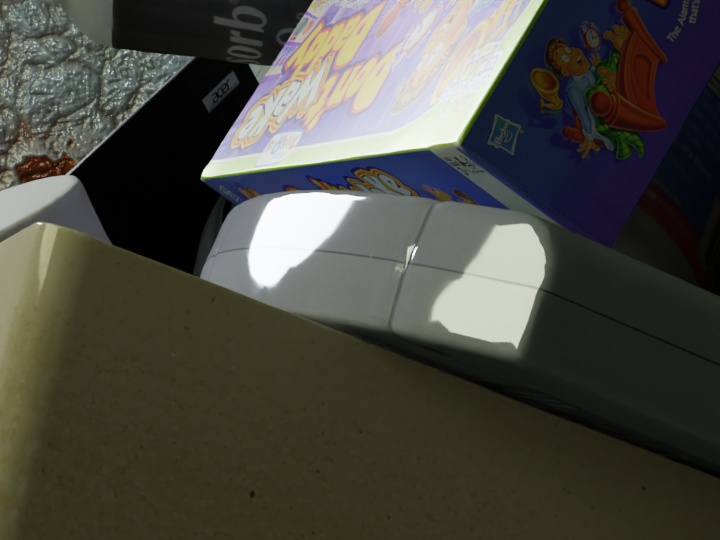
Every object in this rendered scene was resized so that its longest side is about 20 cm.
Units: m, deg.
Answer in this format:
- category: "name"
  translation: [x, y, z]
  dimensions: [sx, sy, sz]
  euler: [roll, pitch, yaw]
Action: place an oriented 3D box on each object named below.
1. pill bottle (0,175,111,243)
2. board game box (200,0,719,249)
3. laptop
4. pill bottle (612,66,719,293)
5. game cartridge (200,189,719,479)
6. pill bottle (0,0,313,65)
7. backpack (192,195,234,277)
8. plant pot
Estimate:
- category: "pill bottle"
  translation: [-0.096, 0.080, 0.819]
  dimensions: [0.114, 0.200, 0.114]
  euler: [-21, 12, 5]
- category: "board game box"
  translation: [0.038, -0.070, 0.666]
  dimensions: [0.135, 0.045, 0.200]
  euler: [-58, 17, -11]
- category: "laptop"
  translation: [-0.091, 0.035, 1.079]
  dimensions: [0.177, 0.103, 0.200]
  euler: [-47, -9, -40]
- category: "pill bottle"
  translation: [0.079, -0.066, 0.825]
  dimensions: [0.112, 0.112, 0.200]
  euler: [-44, 18, 52]
- category: "game cartridge"
  translation: [0.037, 0.018, 0.637]
  dimensions: [0.200, 0.133, 0.041]
  euler: [3, 75, 65]
- category: "pill bottle"
  translation: [-0.045, -0.133, 0.926]
  dimensions: [0.116, 0.199, 0.117]
  euler: [-174, 90, -87]
- category: "backpack"
  translation: [0.000, 0.000, 0.973]
  dimensions: [0.163, 0.153, 0.200]
  euler: [-62, 26, 21]
- category: "plant pot"
  translation: [-0.031, 0.110, 0.667]
  dimensions: [0.200, 0.200, 0.177]
  euler: [169, 120, -75]
